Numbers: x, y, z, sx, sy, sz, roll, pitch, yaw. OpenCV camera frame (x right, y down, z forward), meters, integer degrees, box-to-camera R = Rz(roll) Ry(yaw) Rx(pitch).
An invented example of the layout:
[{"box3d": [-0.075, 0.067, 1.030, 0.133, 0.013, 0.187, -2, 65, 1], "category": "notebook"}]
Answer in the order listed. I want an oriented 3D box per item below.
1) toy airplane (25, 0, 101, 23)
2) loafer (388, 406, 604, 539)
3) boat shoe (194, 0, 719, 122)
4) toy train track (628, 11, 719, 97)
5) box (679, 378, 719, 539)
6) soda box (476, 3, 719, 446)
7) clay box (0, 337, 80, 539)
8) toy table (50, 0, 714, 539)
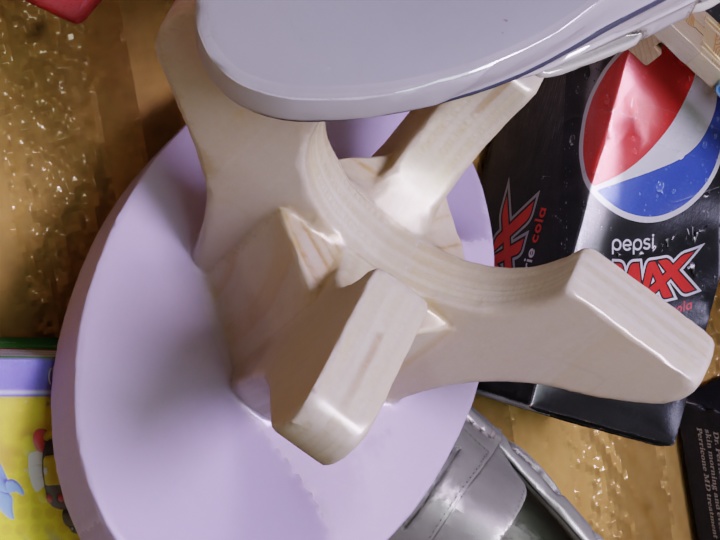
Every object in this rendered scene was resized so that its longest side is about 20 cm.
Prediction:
[{"box3d": [-0.035, -0.188, 0.789, 0.199, 0.141, 0.200, -16, 84, -12], "category": "toy airplane"}, {"box3d": [0.026, 0.072, 0.907, 0.200, 0.070, 0.070, 40, 77, -29], "category": "loafer"}, {"box3d": [0.046, -0.084, 0.768, 0.199, 0.066, 0.072, -27, 69, -18], "category": "boat shoe"}, {"box3d": [0.149, -0.024, 0.898, 0.200, 0.032, 0.115, 40, 36, -20], "category": "toy train track"}, {"box3d": [0.218, 0.135, 0.967, 0.104, 0.182, 0.201, -19, 107, -27], "category": "box"}, {"box3d": [0.089, -0.048, 0.927, 0.063, 0.071, 0.201, 16, 89, -31], "category": "soda box"}, {"box3d": [-0.132, 0.121, 0.834, 0.114, 0.048, 0.201, 1, 96, -30], "category": "clay box"}, {"box3d": [0.000, 0.000, 0.813, 0.183, 0.117, 0.201, 26, 56, -18], "category": "toy table"}]
